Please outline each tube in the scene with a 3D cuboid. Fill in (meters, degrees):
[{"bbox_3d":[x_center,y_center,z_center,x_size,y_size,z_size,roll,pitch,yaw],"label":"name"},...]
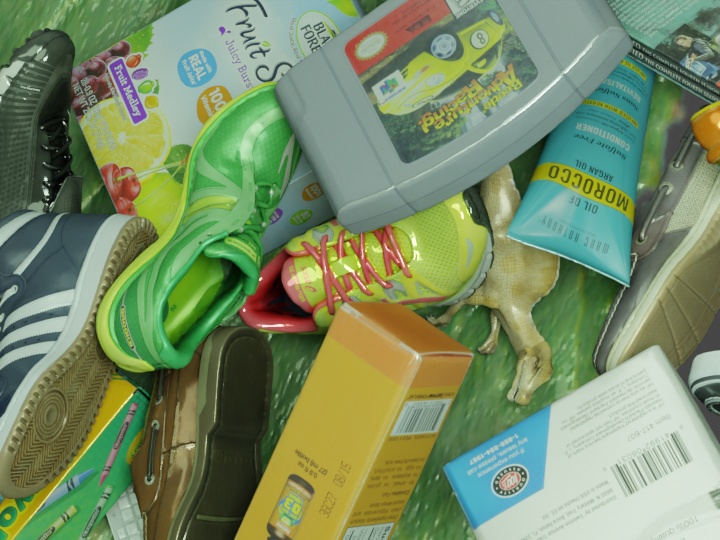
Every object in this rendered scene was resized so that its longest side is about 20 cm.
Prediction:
[{"bbox_3d":[0.140,-0.069,1.633,0.077,0.050,0.200,19,43,-1],"label":"tube"}]

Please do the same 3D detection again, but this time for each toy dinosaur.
[{"bbox_3d":[0.081,-0.020,1.651,0.101,0.058,0.200,-6,95,46],"label":"toy dinosaur"}]

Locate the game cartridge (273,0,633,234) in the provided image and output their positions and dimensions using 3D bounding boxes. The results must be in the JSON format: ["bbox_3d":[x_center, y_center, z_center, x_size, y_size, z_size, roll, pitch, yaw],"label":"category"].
[{"bbox_3d":[0.054,-0.113,1.585,0.200,0.041,0.133,-34,55,9],"label":"game cartridge"}]

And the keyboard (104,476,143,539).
[{"bbox_3d":[-0.110,0.202,1.674,0.056,0.011,0.200,-27,60,8],"label":"keyboard"}]

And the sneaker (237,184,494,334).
[{"bbox_3d":[0.000,0.000,1.631,0.200,0.090,0.078,-30,79,47],"label":"sneaker"}]

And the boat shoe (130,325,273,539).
[{"bbox_3d":[-0.103,0.131,1.665,0.068,0.072,0.200,1,73,40],"label":"boat shoe"}]

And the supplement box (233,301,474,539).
[{"bbox_3d":[-0.011,0.120,1.598,0.067,0.069,0.200,34,106,30],"label":"supplement box"}]

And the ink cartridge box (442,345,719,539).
[{"bbox_3d":[0.159,0.168,1.537,0.146,0.084,0.200,-29,64,7],"label":"ink cartridge box"}]

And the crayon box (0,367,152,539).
[{"bbox_3d":[-0.225,0.135,1.714,0.119,0.058,0.200,33,80,37],"label":"crayon box"}]

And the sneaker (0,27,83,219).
[{"bbox_3d":[-0.211,-0.059,1.775,0.090,0.066,0.200,30,112,18],"label":"sneaker"}]

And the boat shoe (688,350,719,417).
[{"bbox_3d":[0.275,0.101,1.542,0.200,0.072,0.068,17,72,20],"label":"boat shoe"}]

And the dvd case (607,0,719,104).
[{"bbox_3d":[0.234,-0.163,1.675,0.200,0.022,0.146,34,58,29],"label":"dvd case"}]

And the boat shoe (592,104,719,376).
[{"bbox_3d":[0.188,-0.015,1.628,0.065,0.072,0.200,21,71,33],"label":"boat shoe"}]

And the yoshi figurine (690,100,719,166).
[{"bbox_3d":[0.278,-0.021,1.550,0.112,0.112,0.200,-21,70,-16],"label":"yoshi figurine"}]

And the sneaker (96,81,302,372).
[{"bbox_3d":[-0.080,-0.020,1.645,0.084,0.074,0.200,16,73,48],"label":"sneaker"}]

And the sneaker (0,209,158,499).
[{"bbox_3d":[-0.210,0.046,1.676,0.108,0.070,0.200,11,60,26],"label":"sneaker"}]

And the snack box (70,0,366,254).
[{"bbox_3d":[-0.075,-0.101,1.768,0.200,0.068,0.169,-29,60,4],"label":"snack box"}]
